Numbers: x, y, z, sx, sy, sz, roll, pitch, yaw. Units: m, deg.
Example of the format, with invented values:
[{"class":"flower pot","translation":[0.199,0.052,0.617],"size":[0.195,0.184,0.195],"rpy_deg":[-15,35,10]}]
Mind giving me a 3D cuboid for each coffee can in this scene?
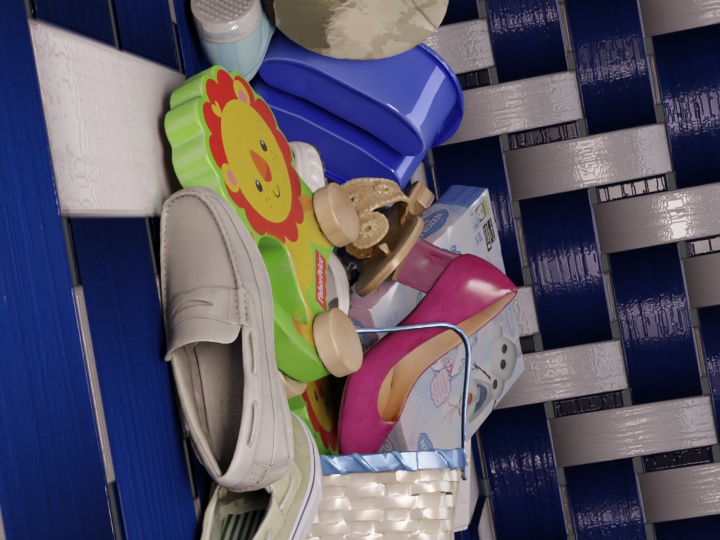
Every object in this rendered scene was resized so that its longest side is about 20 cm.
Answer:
[{"class":"coffee can","translation":[0.000,-0.293,1.241],"size":[0.147,0.145,0.202],"rpy_deg":[69,20,-55]}]

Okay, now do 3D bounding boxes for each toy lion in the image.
[{"class":"toy lion","translation":[-0.041,0.105,1.340],"size":[0.200,0.068,0.193],"rpy_deg":[-77,149,-71]},{"class":"toy lion","translation":[-0.074,-0.039,1.099],"size":[0.192,0.068,0.201],"rpy_deg":[49,28,-41]}]

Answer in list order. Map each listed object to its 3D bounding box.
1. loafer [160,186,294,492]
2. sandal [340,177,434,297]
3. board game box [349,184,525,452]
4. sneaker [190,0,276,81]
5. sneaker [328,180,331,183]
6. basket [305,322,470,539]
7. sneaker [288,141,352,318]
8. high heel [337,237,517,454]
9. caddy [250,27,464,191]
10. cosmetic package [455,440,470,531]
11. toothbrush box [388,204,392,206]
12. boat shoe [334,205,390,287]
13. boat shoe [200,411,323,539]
[{"class":"loafer","translation":[-0.091,0.040,0.980],"size":[0.070,0.069,0.202],"rpy_deg":[12,58,-64]},{"class":"sandal","translation":[0.008,-0.044,1.254],"size":[0.070,0.078,0.212],"rpy_deg":[43,19,-5]},{"class":"board game box","translation":[0.067,0.061,1.368],"size":[0.199,0.043,0.202],"rpy_deg":[-45,131,-42]},{"class":"sneaker","translation":[-0.101,-0.226,1.270],"size":[0.201,0.073,0.082],"rpy_deg":[-79,168,-47]},{"class":"sneaker","translation":[-0.052,-0.074,1.441],"size":[0.105,0.059,0.201],"rpy_deg":[70,13,-53]},{"class":"basket","translation":[-0.004,0.140,1.165],"size":[0.139,0.174,0.202],"rpy_deg":[120,-29,-85]},{"class":"sneaker","translation":[-0.062,-0.012,1.250],"size":[0.074,0.079,0.202],"rpy_deg":[-42,-125,47]},{"class":"high heel","translation":[0.049,0.080,1.222],"size":[0.067,0.096,0.202],"rpy_deg":[-3,115,-59]},{"class":"caddy","translation":[-0.007,-0.158,1.352],"size":[0.106,0.199,0.142],"rpy_deg":[-65,-176,-36]},{"class":"cosmetic package","translation":[0.043,0.144,1.484],"size":[0.081,0.112,0.202],"rpy_deg":[-3,99,-44]},{"class":"toothbrush box","translation":[0.000,0.004,1.631],"size":[0.201,0.084,0.148],"rpy_deg":[-84,162,-61]},{"class":"boat shoe","translation":[0.000,0.000,1.362],"size":[0.200,0.066,0.071],"rpy_deg":[-74,159,-60]},{"class":"boat shoe","translation":[-0.067,0.153,1.022],"size":[0.201,0.071,0.062],"rpy_deg":[-84,165,-53]}]
